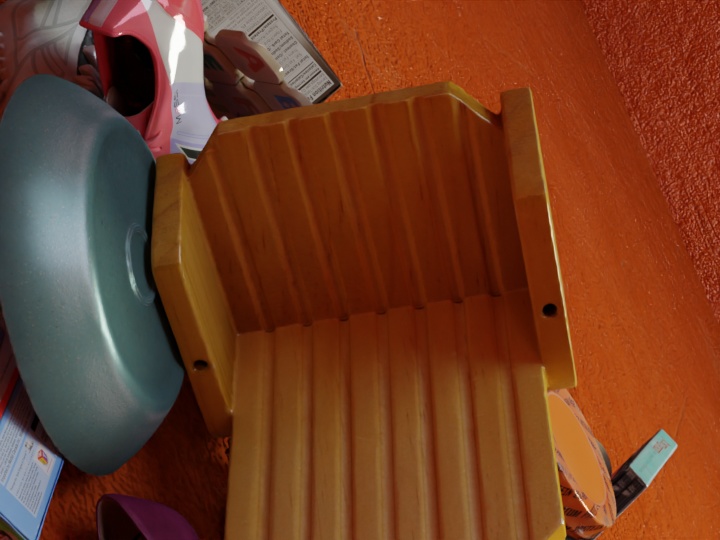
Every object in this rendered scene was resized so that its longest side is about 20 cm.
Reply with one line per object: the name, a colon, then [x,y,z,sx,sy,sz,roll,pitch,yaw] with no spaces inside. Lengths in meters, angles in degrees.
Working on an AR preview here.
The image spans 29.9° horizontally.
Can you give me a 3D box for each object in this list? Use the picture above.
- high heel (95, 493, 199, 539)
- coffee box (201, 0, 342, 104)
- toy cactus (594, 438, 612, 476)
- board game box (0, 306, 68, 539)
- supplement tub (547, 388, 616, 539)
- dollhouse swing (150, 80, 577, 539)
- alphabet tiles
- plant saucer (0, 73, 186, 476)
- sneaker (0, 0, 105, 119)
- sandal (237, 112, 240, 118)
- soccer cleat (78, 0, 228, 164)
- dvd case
high heel: [-0.081,0.196,0.611,0.096,0.067,0.200,50,9,-45]
coffee box: [-0.114,-0.199,0.985,0.200,0.080,0.114,47,8,-36]
toy cactus: [0.102,0.170,0.947,0.200,0.165,0.103,-16,78,-60]
board game box: [-0.202,0.012,0.597,0.200,0.037,0.152,54,22,-27]
supplement tub: [0.036,0.139,0.771,0.123,0.200,0.123,51,22,-29]
dollhouse swing: [0.001,0.036,0.663,0.176,0.199,0.182,-84,163,-56]
alphabet tiles: [-0.088,-0.117,0.910,0.195,0.015,0.200,18,-26,53]
plant saucer: [-0.123,-0.001,0.669,0.200,0.036,0.201,-9,90,-80]
sneaker: [-0.184,-0.106,0.769,0.081,0.075,0.200,26,39,-11]
sandal: [-0.101,-0.087,0.888,0.203,0.050,0.082,43,20,-6]
soccer cleat: [-0.111,-0.081,0.761,0.077,0.066,0.201,-52,148,-38]
dvd case: [0.141,0.198,0.963,0.022,0.200,0.146,46,17,12]
